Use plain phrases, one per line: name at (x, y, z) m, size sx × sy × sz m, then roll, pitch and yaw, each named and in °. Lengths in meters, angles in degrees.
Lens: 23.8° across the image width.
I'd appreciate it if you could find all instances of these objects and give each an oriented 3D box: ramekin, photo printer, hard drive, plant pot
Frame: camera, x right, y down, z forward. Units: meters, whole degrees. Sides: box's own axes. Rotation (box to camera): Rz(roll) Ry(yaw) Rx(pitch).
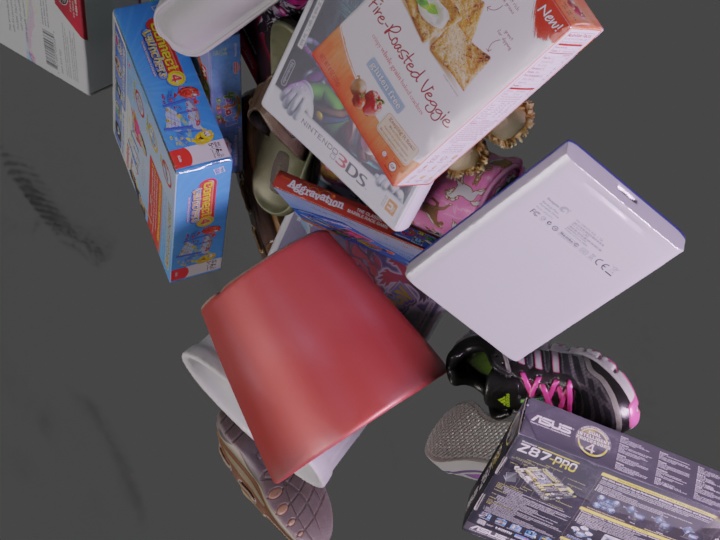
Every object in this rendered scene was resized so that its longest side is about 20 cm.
ramekin at (-0.080, 0.122, 1.766) m, size 0.200 × 0.098 × 0.201 m, roll 41°, pitch 166°, yaw 12°
photo printer at (-0.092, -0.274, 1.495) m, size 0.069 × 0.167 × 0.200 m, roll 45°, pitch 147°, yaw -15°
hard drive at (0.150, -0.012, 1.409) m, size 0.132 × 0.025 × 0.200 m, roll 37°, pitch 132°, yaw -18°
plant pot at (-0.044, 0.072, 1.591) m, size 0.178 × 0.200 × 0.200 m, roll 58°, pitch 145°, yaw 4°

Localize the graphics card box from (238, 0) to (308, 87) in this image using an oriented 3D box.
graphics card box at (-0.035, -0.211, 1.565) m, size 0.200 × 0.051 × 0.126 m, roll -20°, pitch 98°, yaw 54°

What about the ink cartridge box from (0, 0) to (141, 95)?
ink cartridge box at (-0.328, -0.300, 1.835) m, size 0.200 × 0.083 × 0.146 m, roll 31°, pitch 136°, yaw 34°

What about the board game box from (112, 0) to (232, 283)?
board game box at (-0.187, -0.124, 1.662) m, size 0.200 × 0.056 × 0.196 m, roll 104°, pitch 146°, yaw -59°

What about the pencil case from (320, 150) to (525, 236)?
pencil case at (0.054, -0.087, 1.503) m, size 0.199 × 0.086 × 0.083 m, roll 25°, pitch 117°, yaw 35°

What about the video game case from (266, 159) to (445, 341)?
video game case at (0.000, 0.000, 1.645) m, size 0.182 × 0.023 × 0.200 m, roll 36°, pitch 134°, yaw 10°

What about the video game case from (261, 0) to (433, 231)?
video game case at (0.015, -0.165, 1.420) m, size 0.182 × 0.023 × 0.200 m, roll 44°, pitch 125°, yaw 23°

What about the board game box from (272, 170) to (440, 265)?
board game box at (0.022, -0.031, 1.539) m, size 0.199 × 0.020 × 0.103 m, roll 24°, pitch 170°, yaw 20°

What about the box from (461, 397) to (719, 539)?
box at (0.205, 0.205, 1.486) m, size 0.199 × 0.049 × 0.162 m, roll 21°, pitch 140°, yaw -1°

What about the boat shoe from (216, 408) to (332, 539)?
boat shoe at (-0.099, 0.241, 1.957) m, size 0.200 × 0.075 × 0.072 m, roll 56°, pitch 150°, yaw 22°

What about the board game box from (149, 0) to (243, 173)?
board game box at (-0.163, -0.210, 1.676) m, size 0.200 × 0.036 × 0.152 m, roll -125°, pitch 29°, yaw -47°

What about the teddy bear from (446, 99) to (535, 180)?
teddy bear at (0.072, -0.176, 1.429) m, size 0.200 × 0.067 × 0.145 m, roll 48°, pitch 124°, yaw 22°

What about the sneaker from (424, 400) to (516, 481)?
sneaker at (0.140, 0.190, 1.620) m, size 0.114 × 0.073 × 0.200 m, roll 41°, pitch 170°, yaw -20°

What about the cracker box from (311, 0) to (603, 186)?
cracker box at (0.071, -0.176, 1.316) m, size 0.200 × 0.058 × 0.134 m, roll -41°, pitch 71°, yaw 30°

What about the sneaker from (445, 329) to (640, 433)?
sneaker at (0.155, 0.104, 1.522) m, size 0.199 × 0.087 × 0.074 m, roll 27°, pitch 133°, yaw 38°

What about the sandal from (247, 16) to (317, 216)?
sandal at (-0.071, -0.133, 1.564) m, size 0.080 × 0.057 × 0.202 m, roll 33°, pitch 128°, yaw 33°

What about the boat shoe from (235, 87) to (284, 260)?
boat shoe at (-0.095, -0.089, 1.707) m, size 0.070 × 0.070 × 0.201 m, roll 12°, pitch 124°, yaw 40°
